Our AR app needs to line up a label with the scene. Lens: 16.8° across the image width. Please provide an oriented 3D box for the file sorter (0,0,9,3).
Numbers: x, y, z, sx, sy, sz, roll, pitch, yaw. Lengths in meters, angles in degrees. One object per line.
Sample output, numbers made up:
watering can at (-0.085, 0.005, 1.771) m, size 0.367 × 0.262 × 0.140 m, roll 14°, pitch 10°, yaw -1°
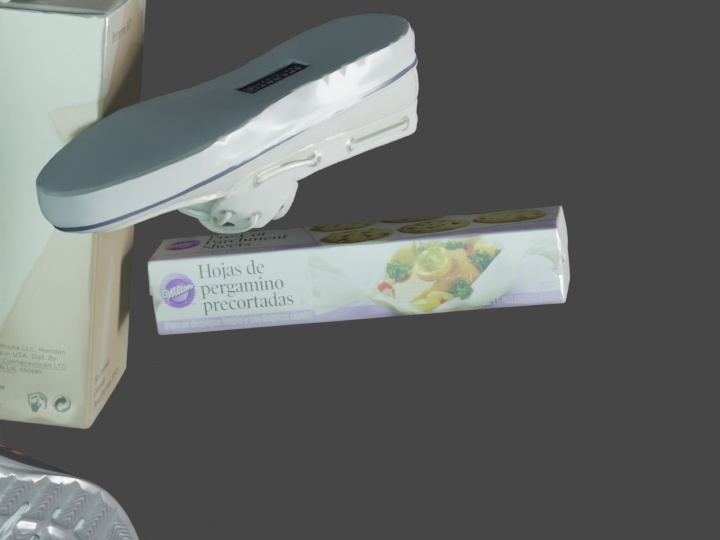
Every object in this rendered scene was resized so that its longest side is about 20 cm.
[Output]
file sorter at (-0.193, -0.231, 1.073) m, size 0.200 × 0.139 × 0.125 m, roll 34°, pitch 105°, yaw -3°

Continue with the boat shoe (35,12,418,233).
boat shoe at (-0.054, -0.050, 1.102) m, size 0.071 × 0.200 × 0.070 m, roll 21°, pitch 131°, yaw 46°

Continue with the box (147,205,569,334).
box at (0.000, 0.000, 1.166) m, size 0.200 × 0.041 × 0.039 m, roll -4°, pitch 105°, yaw 10°

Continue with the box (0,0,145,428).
box at (-0.151, -0.036, 1.149) m, size 0.078 × 0.095 × 0.200 m, roll 7°, pitch 109°, yaw 5°

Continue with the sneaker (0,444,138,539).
sneaker at (-0.195, 0.097, 1.208) m, size 0.078 × 0.112 × 0.200 m, roll -49°, pitch 129°, yaw 1°
